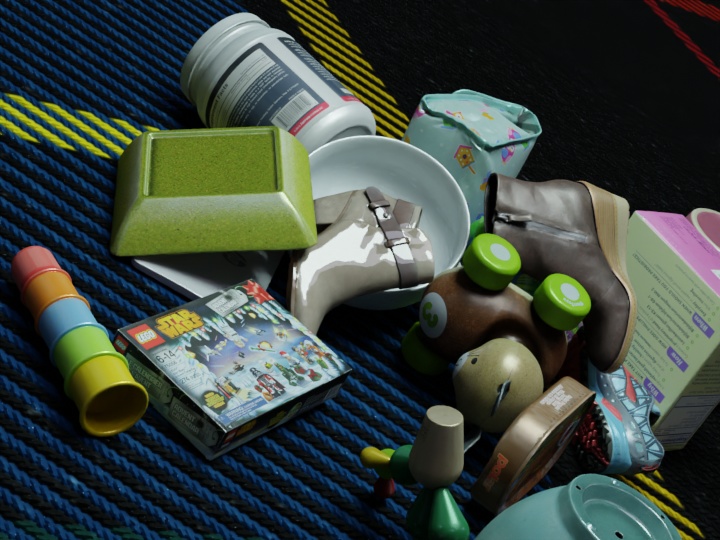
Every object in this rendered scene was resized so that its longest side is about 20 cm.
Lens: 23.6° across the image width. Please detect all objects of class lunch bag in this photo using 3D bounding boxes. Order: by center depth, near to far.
[{"bbox_3d":[0.114,-0.111,1.962,0.122,0.170,0.200,34,24,19],"label":"lunch bag"}]

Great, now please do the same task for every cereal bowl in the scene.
[{"bbox_3d":[0.010,-0.041,1.824,0.200,0.083,0.200,6,59,-10],"label":"cereal bowl"}]

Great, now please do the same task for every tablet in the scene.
[{"bbox_3d":[-0.148,-0.019,1.735,0.130,0.014,0.200,30,27,-4],"label":"tablet"}]

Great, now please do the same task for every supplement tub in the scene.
[{"bbox_3d":[-0.093,-0.180,1.929,0.200,0.140,0.140,45,29,23],"label":"supplement tub"}]

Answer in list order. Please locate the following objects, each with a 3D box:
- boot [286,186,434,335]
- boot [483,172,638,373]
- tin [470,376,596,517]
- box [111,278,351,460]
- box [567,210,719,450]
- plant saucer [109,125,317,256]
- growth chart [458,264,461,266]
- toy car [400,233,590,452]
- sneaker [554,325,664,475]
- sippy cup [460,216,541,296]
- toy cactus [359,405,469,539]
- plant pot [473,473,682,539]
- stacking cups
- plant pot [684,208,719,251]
[{"bbox_3d":[0.000,0.000,1.707,0.146,0.070,0.200,4,58,-7],"label":"boot"},{"bbox_3d":[0.199,0.003,1.780,0.166,0.072,0.200,7,77,-24],"label":"boot"},{"bbox_3d":[0.166,0.165,1.646,0.042,0.112,0.200,38,26,13],"label":"tin"},{"bbox_3d":[-0.116,0.084,1.550,0.137,0.040,0.200,40,31,17],"label":"box"},{"bbox_3d":[0.328,0.067,1.891,0.097,0.200,0.176,3,38,-46],"label":"box"},{"bbox_3d":[-0.147,-0.089,1.716,0.199,0.048,0.200,-3,33,-3],"label":"plant saucer"},{"bbox_3d":[0.093,-0.012,1.980,0.200,0.018,0.145,33,26,2],"label":"growth chart"},{"bbox_3d":[0.118,0.097,1.678,0.158,0.164,0.200,29,38,-6],"label":"toy car"},{"bbox_3d":[0.267,0.144,1.830,0.095,0.079,0.200,13,41,-20],"label":"sneaker"},{"bbox_3d":[0.166,0.028,1.851,0.178,0.140,0.130,24,54,-21],"label":"sippy cup"},{"bbox_3d":[0.048,0.187,1.438,0.102,0.165,0.200,3,28,-11],"label":"toy cactus"},{"bbox_3d":[0.197,0.262,1.487,0.200,0.134,0.200,26,27,-14],"label":"plant pot"},{"bbox_3d":[-0.243,0.055,1.463,0.060,0.061,0.200,9,31,-38],"label":"stacking cups"},{"bbox_3d":[0.397,0.034,2.051,0.200,0.179,0.200,25,28,-14],"label":"plant pot"}]
